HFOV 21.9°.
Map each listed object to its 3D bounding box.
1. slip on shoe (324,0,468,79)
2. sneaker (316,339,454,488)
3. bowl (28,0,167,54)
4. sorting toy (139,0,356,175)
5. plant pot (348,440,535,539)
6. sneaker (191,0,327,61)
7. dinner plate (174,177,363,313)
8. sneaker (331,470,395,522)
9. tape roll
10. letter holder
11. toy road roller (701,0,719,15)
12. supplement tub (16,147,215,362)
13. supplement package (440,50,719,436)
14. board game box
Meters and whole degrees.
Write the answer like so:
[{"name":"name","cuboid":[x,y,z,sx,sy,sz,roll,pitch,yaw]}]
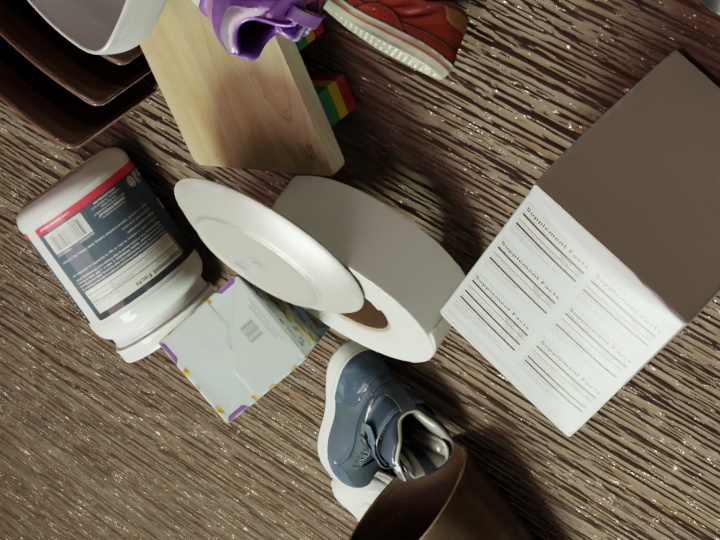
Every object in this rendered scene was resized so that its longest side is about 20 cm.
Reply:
[{"name":"slip on shoe","cuboid":[0.015,-0.221,1.536,0.200,0.061,0.074,35,180,41]},{"name":"sneaker","cuboid":[0.026,0.185,1.904,0.146,0.077,0.203,42,149,34]},{"name":"bowl","cuboid":[-0.217,-0.304,1.634,0.200,0.075,0.200,42,119,37]},{"name":"sorting toy","cuboid":[-0.105,-0.194,1.692,0.199,0.070,0.200,8,130,46]},{"name":"plant pot","cuboid":[0.112,0.307,1.883,0.200,0.187,0.187,41,149,-13]},{"name":"sneaker","cuboid":[-0.046,-0.233,1.495,0.200,0.080,0.089,-27,67,26]},{"name":"dinner plate","cuboid":[-0.087,-0.014,1.670,0.200,0.024,0.200,31,163,10]},{"name":"sneaker","cuboid":[0.037,0.287,1.998,0.200,0.100,0.075,35,147,23]},{"name":"tape roll","cuboid":[0.000,0.000,1.710,0.202,0.071,0.202,30,162,11]},{"name":"letter holder","cuboid":[-0.303,-0.235,1.815,0.200,0.142,0.101,41,147,12]},{"name":"toy road roller","cuboid":[0.294,-0.245,1.147,0.200,0.146,0.123,1,135,2]},{"name":"supplement tub","cuboid":[-0.259,-0.017,1.992,0.200,0.140,0.140,55,147,-10]},{"name":"supplement package","cuboid":[0.197,-0.018,1.401,0.147,0.191,0.200,43,147,7]},{"name":"board game box","cuboid":[-0.109,0.062,1.834,0.105,0.103,0.200,49,-170,-1]}]
